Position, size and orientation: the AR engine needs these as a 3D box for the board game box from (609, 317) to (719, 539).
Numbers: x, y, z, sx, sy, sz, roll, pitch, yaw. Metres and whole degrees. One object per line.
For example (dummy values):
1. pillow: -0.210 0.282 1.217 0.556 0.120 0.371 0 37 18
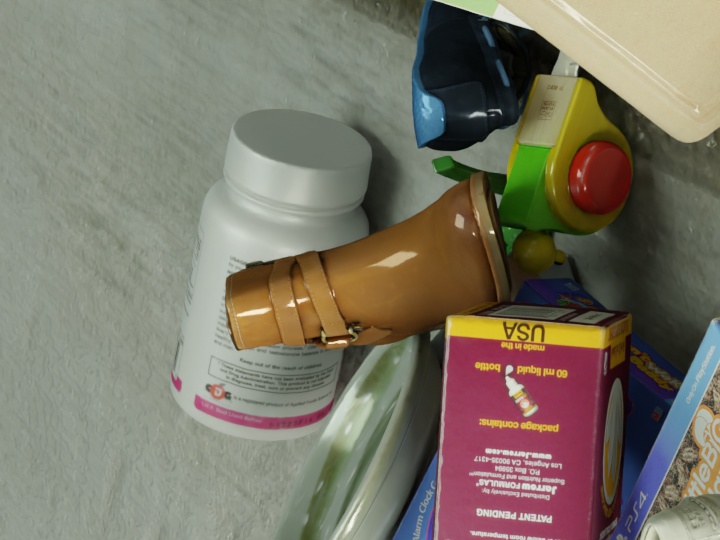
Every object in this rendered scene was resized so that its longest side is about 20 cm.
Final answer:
1. board game box: 0.229 0.144 1.408 0.200 0.097 0.160 59 140 42

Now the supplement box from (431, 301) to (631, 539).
1. supplement box: 0.089 0.121 1.511 0.110 0.085 0.201 -14 -73 -76

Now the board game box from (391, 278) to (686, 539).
1. board game box: 0.106 0.124 1.616 0.134 0.045 0.200 42 118 34

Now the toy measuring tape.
1. toy measuring tape: 0.132 -0.090 1.631 0.074 0.073 0.201 5 75 62

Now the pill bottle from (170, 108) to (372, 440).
1. pill bottle: -0.057 0.002 1.917 0.113 0.113 0.201 48 133 50

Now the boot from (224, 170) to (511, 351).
1. boot: 0.000 0.000 1.611 0.200 0.155 0.077 126 137 -79

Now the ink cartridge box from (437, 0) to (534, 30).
1. ink cartridge box: 0.139 -0.174 1.448 0.048 0.199 0.146 -80 11 -48

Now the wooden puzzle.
1. wooden puzzle: 0.160 -0.163 1.403 0.200 0.185 0.037 -34 31 39

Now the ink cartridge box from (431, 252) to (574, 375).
1. ink cartridge box: 0.095 0.113 1.709 0.162 0.050 0.201 -51 45 52

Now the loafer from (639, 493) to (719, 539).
1. loafer: 0.149 0.203 1.384 0.070 0.070 0.201 29 117 58

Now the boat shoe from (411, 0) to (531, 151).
1. boat shoe: 0.069 -0.111 1.689 0.200 0.068 0.084 -82 -13 -63

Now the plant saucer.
1. plant saucer: 0.006 0.127 1.734 0.200 0.050 0.200 -58 10 17

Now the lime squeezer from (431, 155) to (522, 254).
1. lime squeezer: 0.085 -0.027 1.706 0.038 0.071 0.200 55 171 21
